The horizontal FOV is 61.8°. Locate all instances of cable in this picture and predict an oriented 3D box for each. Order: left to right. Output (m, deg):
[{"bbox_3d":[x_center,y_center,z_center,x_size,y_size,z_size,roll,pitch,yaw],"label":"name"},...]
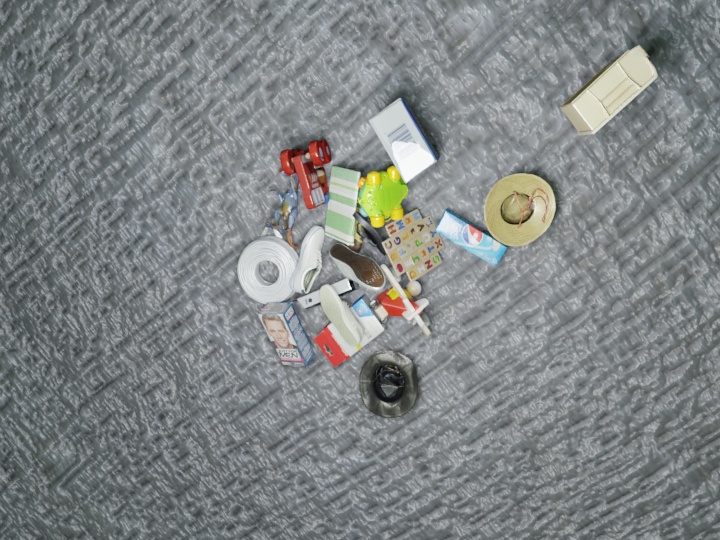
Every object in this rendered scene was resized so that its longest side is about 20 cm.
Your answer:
[{"bbox_3d":[-0.272,0.000,1.808,0.200,0.069,0.200,43,106,-1],"label":"cable"}]

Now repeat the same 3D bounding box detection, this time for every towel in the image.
[{"bbox_3d":[-0.050,-0.186,1.704,0.023,0.151,0.207,-2,106,-33],"label":"towel"}]

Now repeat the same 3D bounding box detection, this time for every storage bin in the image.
[{"bbox_3d":[0.607,-0.440,1.485,0.198,0.200,0.094,-42,91,16],"label":"storage bin"}]

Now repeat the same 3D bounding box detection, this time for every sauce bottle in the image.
[{"bbox_3d":[-0.021,-0.107,1.743,0.063,0.065,0.206,8,106,8],"label":"sauce bottle"}]

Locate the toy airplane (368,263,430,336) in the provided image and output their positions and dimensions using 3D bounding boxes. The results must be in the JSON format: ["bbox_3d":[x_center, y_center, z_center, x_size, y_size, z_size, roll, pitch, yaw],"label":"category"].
[{"bbox_3d":[0.130,0.082,1.697,0.197,0.202,0.141,35,63,20],"label":"toy airplane"}]

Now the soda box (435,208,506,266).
[{"bbox_3d":[0.309,-0.093,1.683,0.196,0.068,0.065,30,106,3],"label":"soda box"}]

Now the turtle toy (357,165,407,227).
[{"bbox_3d":[0.063,-0.210,1.639,0.100,0.197,0.150,15,118,45],"label":"turtle toy"}]

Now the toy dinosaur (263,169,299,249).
[{"bbox_3d":[-0.215,-0.200,1.753,0.102,0.202,0.185,13,62,21],"label":"toy dinosaur"}]

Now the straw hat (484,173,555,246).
[{"bbox_3d":[0.421,-0.169,1.638,0.194,0.085,0.208,-1,102,-3],"label":"straw hat"}]

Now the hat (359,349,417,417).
[{"bbox_3d":[0.085,0.334,1.813,0.194,0.081,0.208,1,95,5],"label":"hat"}]

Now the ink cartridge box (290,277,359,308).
[{"bbox_3d":[-0.106,0.073,1.777,0.195,0.099,0.040,-21,85,15],"label":"ink cartridge box"}]

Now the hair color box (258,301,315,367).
[{"bbox_3d":[-0.220,0.194,1.800,0.098,0.061,0.204,-3,122,31],"label":"hair color box"}]

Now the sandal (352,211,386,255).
[{"bbox_3d":[0.027,-0.092,1.675,0.043,0.201,0.076,-41,53,-1],"label":"sandal"}]

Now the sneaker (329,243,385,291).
[{"bbox_3d":[0.000,0.000,1.681,0.073,0.085,0.199,-44,60,-13],"label":"sneaker"}]

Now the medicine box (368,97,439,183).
[{"bbox_3d":[0.121,-0.344,1.593,0.101,0.200,0.185,-31,96,15],"label":"medicine box"}]

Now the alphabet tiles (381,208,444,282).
[{"bbox_3d":[0.149,-0.071,1.672,0.006,0.197,0.170,-19,98,56],"label":"alphabet tiles"}]

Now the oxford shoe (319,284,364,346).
[{"bbox_3d":[-0.053,0.122,1.721,0.074,0.058,0.203,-15,113,45],"label":"oxford shoe"}]

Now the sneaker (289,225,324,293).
[{"bbox_3d":[-0.139,-0.027,1.757,0.070,0.072,0.206,20,92,37],"label":"sneaker"}]

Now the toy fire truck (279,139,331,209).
[{"bbox_3d":[-0.134,-0.260,1.658,0.109,0.200,0.173,-13,100,14],"label":"toy fire truck"}]

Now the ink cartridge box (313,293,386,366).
[{"bbox_3d":[-0.031,0.181,1.805,0.198,0.067,0.117,-38,94,15],"label":"ink cartridge box"}]
